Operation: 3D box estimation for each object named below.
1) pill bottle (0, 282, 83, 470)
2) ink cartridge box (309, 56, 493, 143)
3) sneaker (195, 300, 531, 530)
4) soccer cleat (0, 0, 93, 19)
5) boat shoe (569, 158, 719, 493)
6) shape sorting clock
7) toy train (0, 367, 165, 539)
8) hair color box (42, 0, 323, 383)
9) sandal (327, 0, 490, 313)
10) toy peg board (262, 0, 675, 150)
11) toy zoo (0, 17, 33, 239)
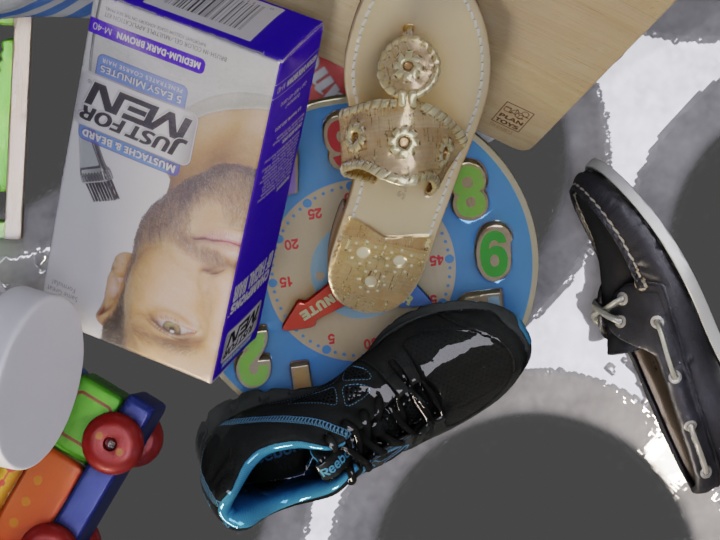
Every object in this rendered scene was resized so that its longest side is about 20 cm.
[{"bbox_3d":[-0.256,0.039,1.517,0.200,0.116,0.116,12,94,21],"label":"pill bottle"},{"bbox_3d":[0.021,-0.133,1.588,0.200,0.050,0.162,-34,95,-3],"label":"ink cartridge box"},{"bbox_3d":[0.005,0.085,1.558,0.200,0.082,0.073,-27,115,9],"label":"sneaker"},{"bbox_3d":[-0.145,-0.165,1.518,0.200,0.086,0.070,-5,90,2],"label":"soccer cleat"},{"bbox_3d":[0.165,0.033,1.601,0.060,0.074,0.200,-32,104,-5],"label":"boat shoe"},{"bbox_3d":[0.000,0.000,1.584,0.200,0.039,0.200,-2,112,-4],"label":"shape sorting clock"},{"bbox_3d":[-0.203,0.136,1.584,0.116,0.085,0.200,31,92,5],"label":"toy train"},{"bbox_3d":[-0.097,-0.052,1.511,0.109,0.065,0.200,21,122,13],"label":"hair color box"},{"bbox_3d":[0.024,-0.054,1.481,0.077,0.070,0.212,7,124,-7],"label":"sandal"},{"bbox_3d":[0.058,-0.188,1.489,0.200,0.199,0.098,25,50,-16],"label":"toy peg board"},{"bbox_3d":[-0.285,-0.087,1.586,0.200,0.020,0.132,4,94,-4],"label":"toy zoo"}]
